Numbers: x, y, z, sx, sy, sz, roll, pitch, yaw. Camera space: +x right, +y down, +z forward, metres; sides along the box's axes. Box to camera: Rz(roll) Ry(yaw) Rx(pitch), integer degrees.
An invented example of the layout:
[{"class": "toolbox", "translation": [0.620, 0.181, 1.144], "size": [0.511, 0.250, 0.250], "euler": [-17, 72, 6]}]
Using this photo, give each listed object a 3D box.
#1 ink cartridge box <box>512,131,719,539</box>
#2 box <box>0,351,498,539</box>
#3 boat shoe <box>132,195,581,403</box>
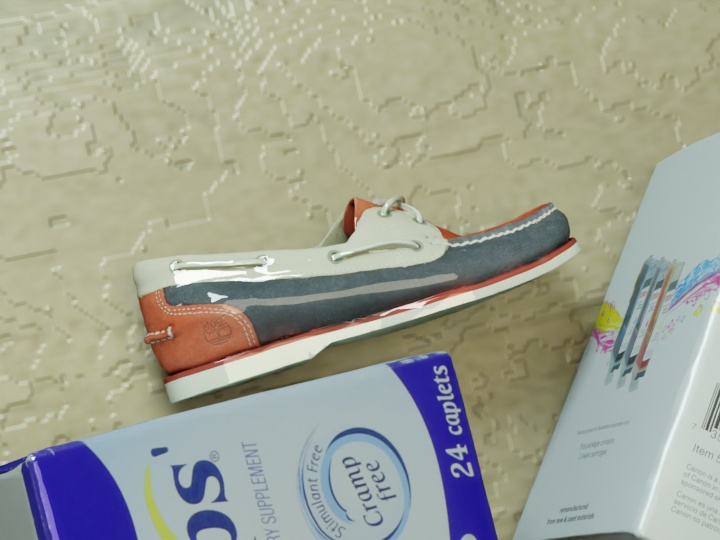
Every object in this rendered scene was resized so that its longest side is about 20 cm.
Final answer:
[{"class": "ink cartridge box", "translation": [0.183, 0.055, 1.127], "size": [0.145, 0.145, 0.201], "euler": [26, 76, -12]}, {"class": "box", "translation": [-0.044, 0.147, 1.046], "size": [0.199, 0.105, 0.185], "euler": [-13, 86, -30]}, {"class": "boat shoe", "translation": [0.000, 0.000, 1.119], "size": [0.199, 0.071, 0.063], "euler": [-17, 85, -15]}]
